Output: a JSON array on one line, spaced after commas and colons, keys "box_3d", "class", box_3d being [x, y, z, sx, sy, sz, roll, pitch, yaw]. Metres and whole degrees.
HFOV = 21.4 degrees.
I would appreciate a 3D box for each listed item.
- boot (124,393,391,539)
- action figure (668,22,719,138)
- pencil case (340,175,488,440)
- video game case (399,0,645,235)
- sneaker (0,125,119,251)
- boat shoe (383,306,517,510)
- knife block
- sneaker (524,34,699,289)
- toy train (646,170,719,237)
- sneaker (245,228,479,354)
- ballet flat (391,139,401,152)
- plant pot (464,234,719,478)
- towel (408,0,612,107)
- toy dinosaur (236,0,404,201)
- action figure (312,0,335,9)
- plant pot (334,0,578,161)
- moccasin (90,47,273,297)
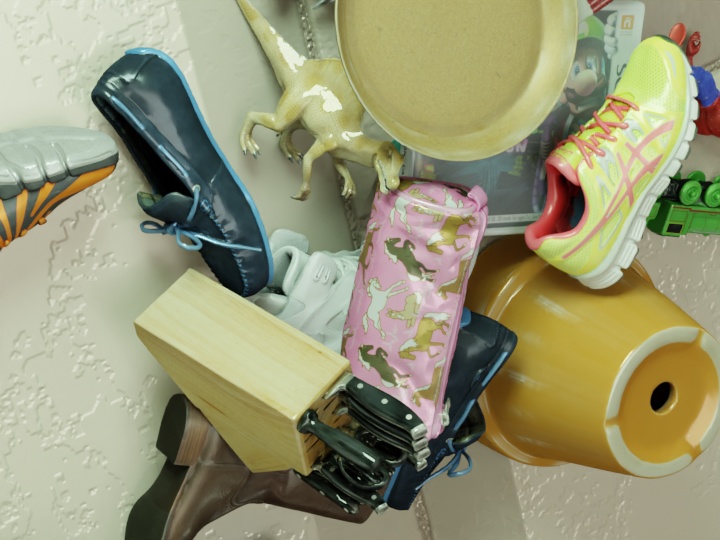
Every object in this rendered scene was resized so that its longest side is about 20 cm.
[{"box_3d": [-0.070, 0.184, 1.463, 0.200, 0.064, 0.187, 8, 111, -31], "class": "boot"}, {"box_3d": [0.286, -0.174, 1.577, 0.200, 0.065, 0.099, 38, 71, -54], "class": "action figure"}, {"box_3d": [0.036, 0.029, 1.396, 0.086, 0.083, 0.200, 4, 106, -21], "class": "pencil case"}, {"box_3d": [0.122, -0.117, 1.453, 0.200, 0.023, 0.182, -3, 107, -28], "class": "video game case"}, {"box_3d": [-0.254, -0.025, 1.302, 0.200, 0.078, 0.112, -18, 118, -15], "class": "sneaker"}, {"box_3d": [0.068, 0.121, 1.494, 0.069, 0.084, 0.200, 15, 132, -8], "class": "boat shoe"}, {"box_3d": [-0.047, 0.082, 1.329, 0.064, 0.176, 0.200, -45, 104, -28], "class": "knife block"}, {"box_3d": [0.187, -0.086, 1.442, 0.090, 0.078, 0.200, 16, 97, -30], "class": "sneaker"}, {"box_3d": [0.276, -0.056, 1.636, 0.200, 0.042, 0.056, 4, 112, -33], "class": "toy train"}, {"box_3d": [0.000, 0.000, 1.457, 0.200, 0.075, 0.115, -44, 125, -9], "class": "sneaker"}, {"box_3d": [0.102, -0.104, 1.505, 0.200, 0.068, 0.067, -24, 136, -19], "class": "ballet flat"}, {"box_3d": [0.192, 0.079, 1.536, 0.200, 0.183, 0.200, -10, 110, -29], "class": "plant pot"}, {"box_3d": [0.114, -0.232, 1.396, 0.200, 0.023, 0.144, -38, 111, -21], "class": "towel"}, {"box_3d": [-0.040, -0.120, 1.393, 0.101, 0.200, 0.058, -49, 165, 31], "class": "toy dinosaur"}, {"box_3d": [-0.037, -0.262, 1.355, 0.130, 0.069, 0.200, -46, 117, 6], "class": "action figure"}, {"box_3d": [0.065, -0.177, 1.346, 0.200, 0.027, 0.200, -2, 93, -28], "class": "plant pot"}, {"box_3d": [-0.134, -0.060, 1.362, 0.068, 0.080, 0.200, -40, 109, -32], "class": "moccasin"}]
